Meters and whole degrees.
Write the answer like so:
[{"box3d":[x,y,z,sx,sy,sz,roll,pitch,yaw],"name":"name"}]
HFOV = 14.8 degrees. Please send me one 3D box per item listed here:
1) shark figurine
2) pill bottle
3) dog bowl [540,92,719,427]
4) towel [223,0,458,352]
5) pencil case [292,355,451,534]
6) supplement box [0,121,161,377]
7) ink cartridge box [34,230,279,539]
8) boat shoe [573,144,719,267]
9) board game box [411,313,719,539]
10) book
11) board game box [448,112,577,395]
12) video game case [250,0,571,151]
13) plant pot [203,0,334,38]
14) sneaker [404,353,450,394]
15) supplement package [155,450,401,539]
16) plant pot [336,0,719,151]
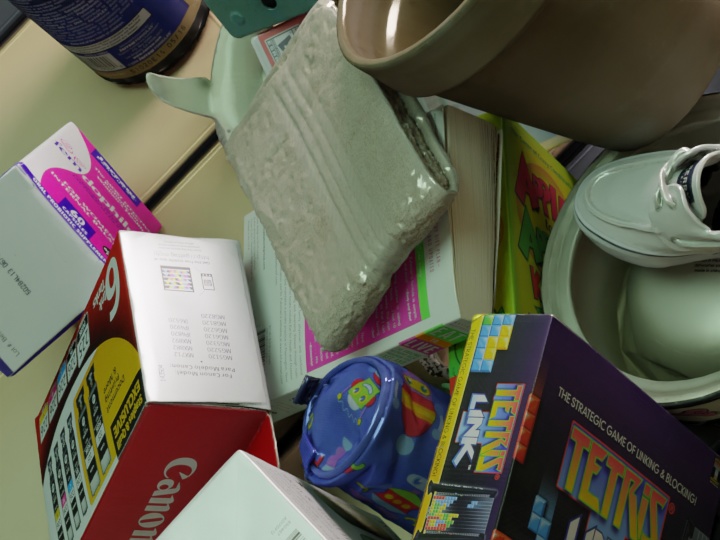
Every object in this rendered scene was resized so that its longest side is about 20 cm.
[{"box3d":[-0.063,-0.156,1.899,0.128,0.090,0.215,19,82,8],"name":"shark figurine"},{"box3d":[-0.204,-0.224,1.954,0.111,0.200,0.112,-18,54,27],"name":"pill bottle"},{"box3d":[0.207,0.001,1.597,0.199,0.074,0.201,-19,53,28],"name":"dog bowl"},{"box3d":[-0.013,-0.059,1.634,0.133,0.034,0.200,-55,39,27],"name":"towel"},{"box3d":[0.051,0.123,1.557,0.087,0.200,0.078,-42,34,23],"name":"pencil case"},{"box3d":[-0.211,-0.018,1.834,0.103,0.101,0.200,-40,6,9],"name":"supplement box"},{"box3d":[-0.128,0.107,1.710,0.200,0.083,0.176,118,148,-45],"name":"ink cartridge box"},{"box3d":[0.197,-0.044,1.535,0.199,0.065,0.074,1,65,37],"name":"boat shoe"},{"box3d":[0.114,0.139,1.495,0.057,0.200,0.166,1,65,39],"name":"board game box"},{"box3d":[0.000,0.000,1.652,0.200,0.048,0.134,-24,56,45],"name":"book"},{"box3d":[0.094,0.015,1.653,0.047,0.102,0.201,-20,54,27],"name":"board game box"},{"box3d":[0.048,-0.122,1.727,0.199,0.017,0.144,-24,95,16],"name":"video game case"},{"box3d":[-0.039,-0.252,1.770,0.141,0.141,0.200,-16,33,40],"name":"plant pot"},{"box3d":[0.043,0.088,1.674,0.088,0.077,0.200,-31,51,7],"name":"sneaker"},{"box3d":[-0.029,0.219,1.530,0.151,0.200,0.152,-48,63,4],"name":"supplement package"},{"box3d":[0.114,-0.161,1.592,0.200,0.173,0.201,-43,30,32],"name":"plant pot"}]
